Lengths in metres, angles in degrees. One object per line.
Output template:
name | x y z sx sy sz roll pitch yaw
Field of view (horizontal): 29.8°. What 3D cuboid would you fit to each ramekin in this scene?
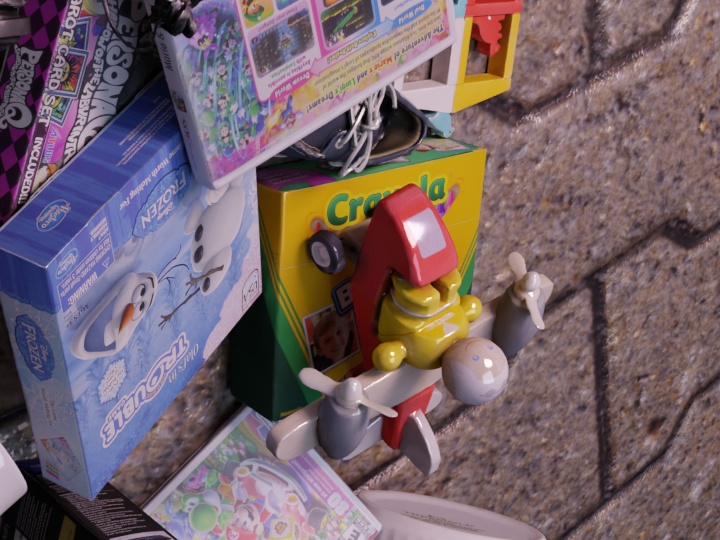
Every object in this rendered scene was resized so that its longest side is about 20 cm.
ramekin | 0.064 0.243 1.099 0.202 0.202 0.095 13 90 -48

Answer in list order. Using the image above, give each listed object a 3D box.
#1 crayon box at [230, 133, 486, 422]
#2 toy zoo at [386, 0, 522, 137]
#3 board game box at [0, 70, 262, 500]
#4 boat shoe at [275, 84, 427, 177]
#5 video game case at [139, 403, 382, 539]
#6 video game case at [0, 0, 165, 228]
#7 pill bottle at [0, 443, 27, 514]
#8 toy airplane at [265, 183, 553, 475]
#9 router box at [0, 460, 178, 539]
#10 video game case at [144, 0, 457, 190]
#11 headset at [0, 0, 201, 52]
crayon box | 0.000 0.000 1.005 0.199 0.058 0.173 -16 120 -40
toy zoo | 0.071 -0.198 1.006 0.131 0.020 0.201 -14 120 -41
board game box | -0.128 0.000 0.806 0.200 0.043 0.200 -53 157 -39
boat shoe | -0.011 -0.100 0.892 0.200 0.062 0.075 4 102 -70
video game case | -0.096 0.208 0.987 0.200 0.018 0.143 -45 101 -20
video game case | -0.143 -0.101 0.781 0.181 0.036 0.201 -7 116 -69
pill bottle | -0.290 0.156 0.750 0.200 0.113 0.113 -40 134 -24
toy airplane | 0.043 0.063 0.930 0.199 0.141 0.201 31 86 -47
router box | -0.182 0.244 0.871 0.052 0.157 0.201 1 110 -45
video game case | -0.031 -0.167 0.751 0.200 0.024 0.183 -35 133 -28
headset | -0.173 -0.153 0.631 0.199 0.094 0.124 20 95 -23
